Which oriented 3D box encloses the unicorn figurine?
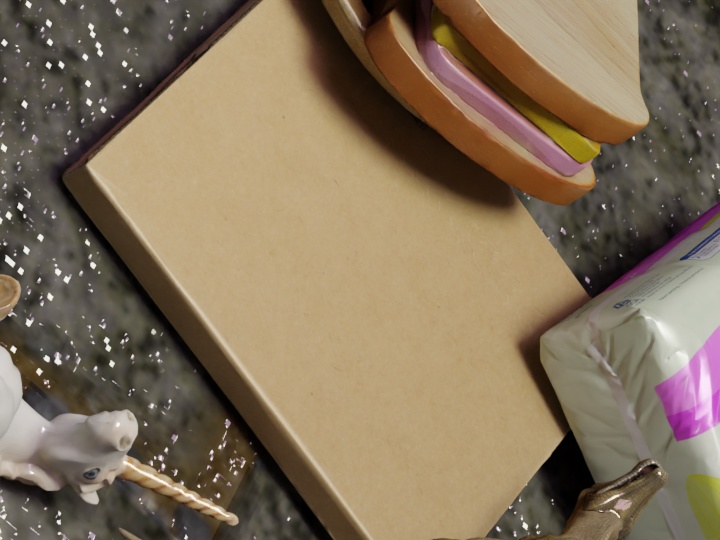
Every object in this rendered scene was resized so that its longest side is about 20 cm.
[{"bbox_3d":[-0.133,0.048,0.883,0.200,0.137,0.074,-21,61,-23],"label":"unicorn figurine"}]

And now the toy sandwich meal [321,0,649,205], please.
[{"bbox_3d":[0.051,-0.127,1.109,0.205,0.070,0.205,28,49,-37],"label":"toy sandwich meal"}]

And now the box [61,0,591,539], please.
[{"bbox_3d":[0.000,0.000,1.069,0.200,0.021,0.164,54,48,-12],"label":"box"}]

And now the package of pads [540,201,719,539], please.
[{"bbox_3d":[0.164,0.078,1.139,0.154,0.068,0.200,-34,104,-46],"label":"package of pads"}]

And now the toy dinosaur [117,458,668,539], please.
[{"bbox_3d":[0.028,0.107,0.980,0.200,0.101,0.058,-7,104,-27],"label":"toy dinosaur"}]
